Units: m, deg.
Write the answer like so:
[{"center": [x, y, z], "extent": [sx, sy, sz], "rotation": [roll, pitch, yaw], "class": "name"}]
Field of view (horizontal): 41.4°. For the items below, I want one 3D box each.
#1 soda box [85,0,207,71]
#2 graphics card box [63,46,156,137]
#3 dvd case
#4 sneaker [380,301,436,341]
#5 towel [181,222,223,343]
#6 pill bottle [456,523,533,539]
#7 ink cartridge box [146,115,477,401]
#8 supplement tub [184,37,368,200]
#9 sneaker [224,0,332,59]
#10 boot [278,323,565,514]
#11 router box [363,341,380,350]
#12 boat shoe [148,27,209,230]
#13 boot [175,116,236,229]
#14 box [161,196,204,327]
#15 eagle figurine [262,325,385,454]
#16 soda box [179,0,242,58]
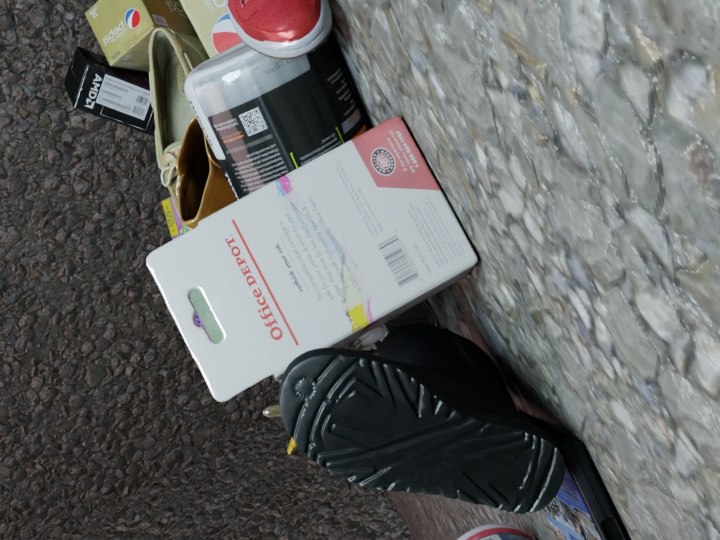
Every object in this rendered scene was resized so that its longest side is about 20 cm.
[{"center": [-0.200, -0.257, 1.037], "extent": [0.065, 0.067, 0.199], "rotation": [62, -156, 8], "class": "soda box"}, {"center": [-0.216, -0.178, 1.038], "extent": [0.197, 0.052, 0.126], "rotation": [16, -165, -26], "class": "graphics card box"}, {"center": [0.169, 0.203, 0.685], "extent": [0.202, 0.017, 0.143], "rotation": [64, 172, -3], "class": "dvd case"}, {"center": [0.000, 0.000, 0.929], "extent": [0.202, 0.072, 0.085], "rotation": [60, 170, 10], "class": "sneaker"}, {"center": [-0.150, -0.008, 0.975], "extent": [0.153, 0.023, 0.202], "rotation": [54, 147, 31], "class": "towel"}, {"center": [0.151, 0.328, 0.858], "extent": [0.121, 0.118, 0.200], "rotation": [65, 173, -19], "class": "pill bottle"}, {"center": [-0.034, -0.004, 0.660], "extent": [0.118, 0.198, 0.068], "rotation": [61, 172, 7], "class": "ink cartridge box"}, {"center": [-0.048, -0.088, 0.767], "extent": [0.202, 0.121, 0.123], "rotation": [66, 172, -19], "class": "supplement tub"}, {"center": [-0.085, -0.243, 0.675], "extent": [0.201, 0.070, 0.113], "rotation": [60, 176, 37], "class": "sneaker"}, {"center": [0.029, 0.084, 0.656], "extent": [0.197, 0.077, 0.168], "rotation": [20, -169, -15], "class": "boot"}, {"center": [0.028, 0.110, 1.101], "extent": [0.149, 0.050, 0.202], "rotation": [-68, -48, -84], "class": "router box"}, {"center": [-0.165, -0.133, 0.897], "extent": [0.063, 0.072, 0.204], "rotation": [36, -138, -61], "class": "boat shoe"}, {"center": [-0.097, -0.106, 0.856], "extent": [0.144, 0.070, 0.204], "rotation": [35, -131, -46], "class": "boot"}, {"center": [-0.128, -0.016, 1.057], "extent": [0.199, 0.096, 0.179], "rotation": [-6, 100, 63], "class": "box"}, {"center": [-0.025, 0.092, 0.833], "extent": [0.153, 0.149, 0.200], "rotation": [61, -169, -9], "class": "eagle figurine"}, {"center": [-0.133, -0.253, 0.953], "extent": [0.202, 0.067, 0.064], "rotation": [62, -177, 8], "class": "soda box"}]
